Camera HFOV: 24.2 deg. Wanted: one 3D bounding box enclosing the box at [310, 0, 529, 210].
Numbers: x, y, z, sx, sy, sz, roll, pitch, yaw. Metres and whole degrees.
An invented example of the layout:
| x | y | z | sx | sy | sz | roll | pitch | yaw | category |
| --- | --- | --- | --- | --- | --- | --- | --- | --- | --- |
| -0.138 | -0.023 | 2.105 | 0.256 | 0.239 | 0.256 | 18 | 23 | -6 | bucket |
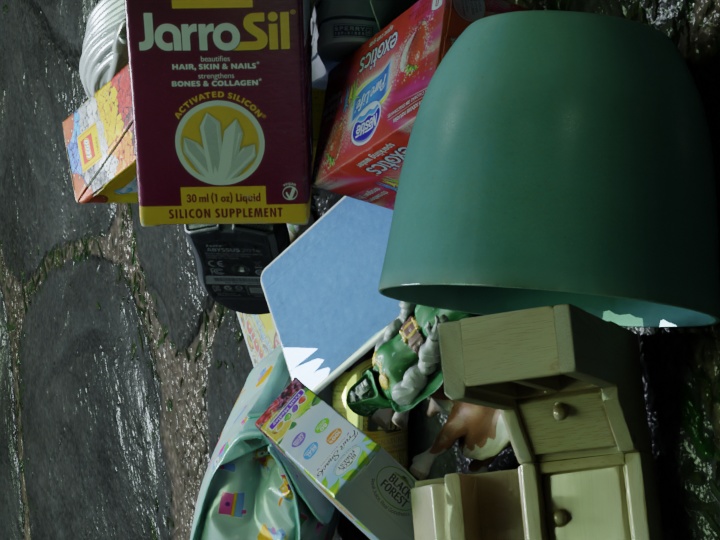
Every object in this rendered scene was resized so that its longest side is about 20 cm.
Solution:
| x | y | z | sx | sy | sz | roll | pitch | yaw | category |
| --- | --- | --- | --- | --- | --- | --- | --- | --- | --- |
| 0.052 | -0.113 | 1.175 | 0.200 | 0.099 | 0.097 | -26 | 52 | 62 | box |

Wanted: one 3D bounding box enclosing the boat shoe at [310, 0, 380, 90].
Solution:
| x | y | z | sx | sy | sz | roll | pitch | yaw | category |
| --- | --- | --- | --- | --- | --- | --- | --- | --- | --- |
| -0.004 | -0.183 | 1.299 | 0.200 | 0.073 | 0.066 | 135 | 137 | -82 | boat shoe |

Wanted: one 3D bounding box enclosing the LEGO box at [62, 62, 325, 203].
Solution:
| x | y | z | sx | sy | sz | roll | pitch | yaw | category |
| --- | --- | --- | --- | --- | --- | --- | --- | --- | --- |
| -0.129 | -0.117 | 1.433 | 0.148 | 0.198 | 0.078 | -28 | 70 | 50 | LEGO box |

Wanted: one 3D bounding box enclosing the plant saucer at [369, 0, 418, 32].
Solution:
| x | y | z | sx | sy | sz | roll | pitch | yaw | category |
| --- | --- | --- | --- | --- | --- | --- | --- | --- | --- |
| 0.022 | -0.263 | 1.219 | 0.200 | 0.035 | 0.203 | -10 | -90 | -79 | plant saucer |

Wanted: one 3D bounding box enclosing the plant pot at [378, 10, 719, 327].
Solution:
| x | y | z | sx | sy | sz | roll | pitch | yaw | category |
| --- | --- | --- | --- | --- | --- | --- | --- | --- | --- |
| 0.116 | -0.058 | 0.982 | 0.200 | 0.198 | 0.163 | -5 | 77 | 64 | plant pot |

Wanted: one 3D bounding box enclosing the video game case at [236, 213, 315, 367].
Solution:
| x | y | z | sx | sy | sz | roll | pitch | yaw | category |
| --- | --- | --- | --- | --- | --- | --- | --- | --- | --- |
| -0.066 | 0.040 | 1.553 | 0.183 | 0.023 | 0.202 | -61 | 41 | 49 | video game case |

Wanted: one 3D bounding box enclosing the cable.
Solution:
| x | y | z | sx | sy | sz | roll | pitch | yaw | category |
| --- | --- | --- | --- | --- | --- | --- | --- | --- | --- |
| -0.151 | -0.189 | 1.491 | 0.200 | 0.198 | 0.070 | -40 | 53 | 50 | cable |

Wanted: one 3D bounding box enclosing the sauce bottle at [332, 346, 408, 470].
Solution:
| x | y | z | sx | sy | sz | roll | pitch | yaw | category |
| --- | --- | --- | --- | --- | --- | --- | --- | --- | --- |
| 0.007 | 0.088 | 1.357 | 0.066 | 0.065 | 0.203 | -5 | 86 | 64 | sauce bottle |

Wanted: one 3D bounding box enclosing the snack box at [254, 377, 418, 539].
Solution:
| x | y | z | sx | sy | sz | roll | pitch | yaw | category |
| --- | --- | --- | --- | --- | --- | --- | --- | --- | --- |
| 0.026 | 0.175 | 1.214 | 0.053 | 0.200 | 0.142 | -48 | 30 | -8 | snack box |

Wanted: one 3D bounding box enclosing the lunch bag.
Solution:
| x | y | z | sx | sy | sz | roll | pitch | yaw | category |
| --- | --- | --- | --- | --- | --- | --- | --- | --- | --- |
| -0.073 | 0.178 | 1.411 | 0.171 | 0.120 | 0.202 | -64 | -16 | -62 | lunch bag |

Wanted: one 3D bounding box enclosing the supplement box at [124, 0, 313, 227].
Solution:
| x | y | z | sx | sy | sz | roll | pitch | yaw | category |
| --- | --- | --- | --- | --- | --- | --- | --- | --- | --- |
| -0.100 | -0.143 | 1.232 | 0.104 | 0.129 | 0.202 | -89 | -2 | -63 | supplement box |

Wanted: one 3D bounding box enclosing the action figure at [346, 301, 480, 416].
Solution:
| x | y | z | sx | sy | sz | roll | pitch | yaw | category |
| --- | --- | --- | --- | --- | --- | --- | --- | --- | --- |
| 0.058 | 0.030 | 1.172 | 0.200 | 0.054 | 0.119 | -51 | 32 | 18 | action figure |

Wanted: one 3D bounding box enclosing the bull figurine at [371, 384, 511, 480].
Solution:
| x | y | z | sx | sy | sz | roll | pitch | yaw | category |
| --- | --- | --- | --- | --- | --- | --- | --- | --- | --- |
| 0.077 | 0.093 | 1.199 | 0.122 | 0.065 | 0.200 | -52 | 30 | 9 | bull figurine |

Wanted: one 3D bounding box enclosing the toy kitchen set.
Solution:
| x | y | z | sx | sy | sz | roll | pitch | yaw | category |
| --- | --- | --- | --- | --- | --- | --- | --- | --- | --- |
| 0.082 | 0.140 | 1.010 | 0.161 | 0.180 | 0.203 | -10 | 79 | 21 | toy kitchen set |

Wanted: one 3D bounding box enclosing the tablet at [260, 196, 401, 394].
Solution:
| x | y | z | sx | sy | sz | roll | pitch | yaw | category |
| --- | --- | --- | --- | --- | --- | --- | --- | --- | --- |
| 0.000 | 0.000 | 1.332 | 0.200 | 0.014 | 0.131 | -41 | 53 | 31 | tablet |

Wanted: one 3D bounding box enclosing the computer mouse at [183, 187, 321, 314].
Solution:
| x | y | z | sx | sy | sz | roll | pitch | yaw | category |
| --- | --- | --- | --- | --- | --- | --- | --- | --- | --- |
| -0.098 | -0.032 | 1.458 | 0.201 | 0.137 | 0.053 | 87 | -172 | -58 | computer mouse |
